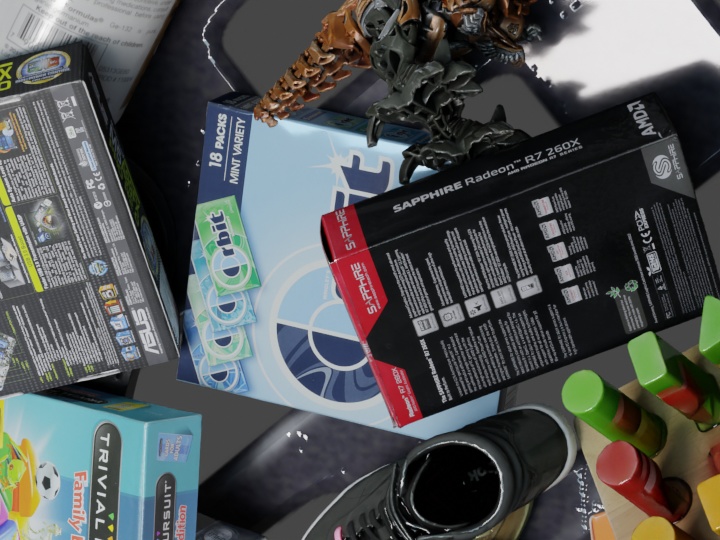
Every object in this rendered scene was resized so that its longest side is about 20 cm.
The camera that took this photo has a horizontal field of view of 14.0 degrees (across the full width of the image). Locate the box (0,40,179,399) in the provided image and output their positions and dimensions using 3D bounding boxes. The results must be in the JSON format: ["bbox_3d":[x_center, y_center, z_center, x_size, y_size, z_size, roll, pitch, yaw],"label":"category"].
[{"bbox_3d":[-0.204,-0.021,1.664,0.159,0.044,0.201,-13,125,6],"label":"box"}]

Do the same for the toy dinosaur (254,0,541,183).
[{"bbox_3d":[0.039,-0.126,1.617,0.200,0.102,0.136,-39,50,34],"label":"toy dinosaur"}]

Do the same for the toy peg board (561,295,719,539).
[{"bbox_3d":[0.211,0.103,1.547,0.199,0.098,0.200,-31,55,18],"label":"toy peg board"}]

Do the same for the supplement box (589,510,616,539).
[{"bbox_3d":[0.231,0.143,1.619,0.199,0.066,0.069,-20,60,23],"label":"supplement box"}]

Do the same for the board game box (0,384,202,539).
[{"bbox_3d":[-0.181,0.145,1.732,0.199,0.047,0.152,10,100,43],"label":"board game box"}]

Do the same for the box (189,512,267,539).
[{"bbox_3d":[-0.126,0.240,1.764,0.160,0.043,0.201,15,110,42],"label":"box"}]

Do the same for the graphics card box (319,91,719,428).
[{"bbox_3d":[0.089,-0.005,1.593,0.199,0.051,0.126,-20,125,3],"label":"graphics card box"}]

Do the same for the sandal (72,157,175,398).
[{"bbox_3d":[-0.157,0.028,1.757,0.076,0.043,0.201,13,107,17],"label":"sandal"}]

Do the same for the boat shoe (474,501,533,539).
[{"bbox_3d":[0.022,0.179,1.715,0.200,0.063,0.073,-41,87,24],"label":"boat shoe"}]

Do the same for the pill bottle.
[{"bbox_3d":[-0.147,-0.189,1.663,0.114,0.114,0.201,34,112,10],"label":"pill bottle"}]

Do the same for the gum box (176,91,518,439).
[{"bbox_3d":[0.000,0.000,1.691,0.199,0.045,0.171,12,107,16],"label":"gum box"}]

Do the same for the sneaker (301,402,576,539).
[{"bbox_3d":[0.021,0.138,1.634,0.200,0.099,0.071,-34,80,22],"label":"sneaker"}]
